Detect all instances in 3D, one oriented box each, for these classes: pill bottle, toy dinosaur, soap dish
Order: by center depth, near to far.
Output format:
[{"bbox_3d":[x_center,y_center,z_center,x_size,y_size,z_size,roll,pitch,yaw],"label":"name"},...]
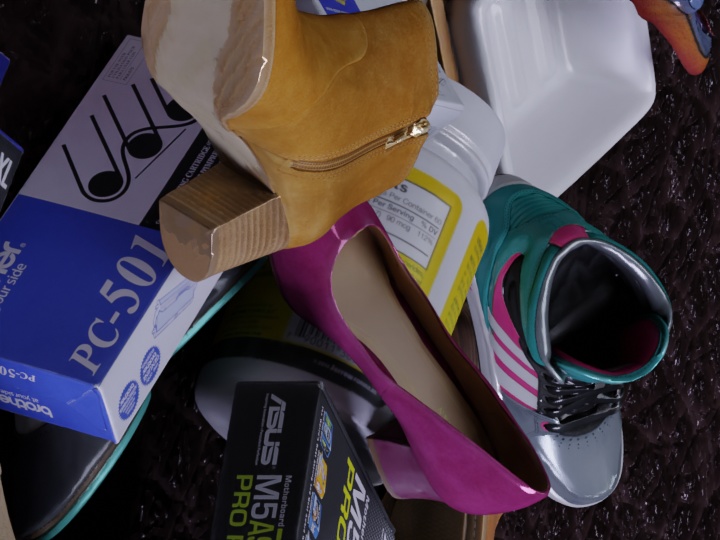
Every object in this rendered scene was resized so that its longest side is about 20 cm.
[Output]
[{"bbox_3d":[0.000,0.000,1.474,0.114,0.114,0.200,52,52,-47],"label":"pill bottle"},{"bbox_3d":[0.156,-0.178,1.618,0.200,0.105,0.182,-20,130,-16],"label":"toy dinosaur"},{"bbox_3d":[0.087,-0.125,1.624,0.200,0.081,0.158,-41,127,-47],"label":"soap dish"}]

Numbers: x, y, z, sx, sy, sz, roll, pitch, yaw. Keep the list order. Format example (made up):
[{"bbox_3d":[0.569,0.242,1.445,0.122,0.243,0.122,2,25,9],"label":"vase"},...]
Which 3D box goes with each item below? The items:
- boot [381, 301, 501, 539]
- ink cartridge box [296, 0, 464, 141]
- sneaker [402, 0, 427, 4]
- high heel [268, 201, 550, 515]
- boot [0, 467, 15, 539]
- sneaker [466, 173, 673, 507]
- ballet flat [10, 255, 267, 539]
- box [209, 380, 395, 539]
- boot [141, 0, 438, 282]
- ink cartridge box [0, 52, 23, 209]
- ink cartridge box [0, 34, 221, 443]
[{"bbox_3d":[0.080,0.118,1.654,0.155,0.077,0.201,12,71,-52],"label":"boot"},{"bbox_3d":[-0.029,-0.155,1.421,0.099,0.039,0.200,7,51,-57],"label":"ink cartridge box"},{"bbox_3d":[-0.004,-0.214,1.502,0.075,0.070,0.201,10,81,-39],"label":"sneaker"},{"bbox_3d":[0.026,0.024,1.347,0.067,0.096,0.200,-43,118,-37],"label":"high heel"},{"bbox_3d":[-0.207,0.131,1.117,0.166,0.072,0.200,0,56,-35],"label":"boot"},{"bbox_3d":[0.122,0.051,1.533,0.083,0.121,0.200,-27,114,-17],"label":"sneaker"},{"bbox_3d":[-0.121,0.036,1.345,0.200,0.073,0.073,-54,136,-30],"label":"ballet flat"},{"bbox_3d":[-0.032,0.174,1.325,0.160,0.044,0.200,66,28,-55],"label":"box"},{"bbox_3d":[-0.022,-0.097,1.246,0.144,0.071,0.202,-32,143,-37],"label":"boot"},{"bbox_3d":[-0.201,-0.027,1.233,0.095,0.037,0.201,43,56,-50],"label":"ink cartridge box"},{"bbox_3d":[-0.109,-0.019,1.314,0.200,0.094,0.044,-60,153,-34],"label":"ink cartridge box"}]
